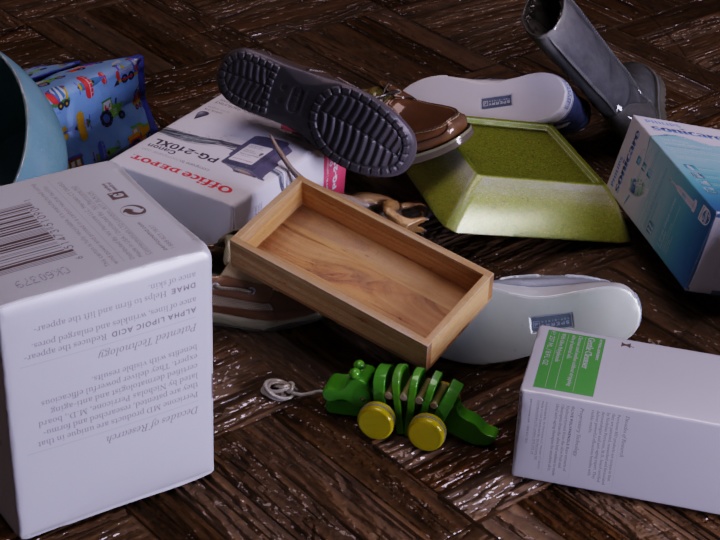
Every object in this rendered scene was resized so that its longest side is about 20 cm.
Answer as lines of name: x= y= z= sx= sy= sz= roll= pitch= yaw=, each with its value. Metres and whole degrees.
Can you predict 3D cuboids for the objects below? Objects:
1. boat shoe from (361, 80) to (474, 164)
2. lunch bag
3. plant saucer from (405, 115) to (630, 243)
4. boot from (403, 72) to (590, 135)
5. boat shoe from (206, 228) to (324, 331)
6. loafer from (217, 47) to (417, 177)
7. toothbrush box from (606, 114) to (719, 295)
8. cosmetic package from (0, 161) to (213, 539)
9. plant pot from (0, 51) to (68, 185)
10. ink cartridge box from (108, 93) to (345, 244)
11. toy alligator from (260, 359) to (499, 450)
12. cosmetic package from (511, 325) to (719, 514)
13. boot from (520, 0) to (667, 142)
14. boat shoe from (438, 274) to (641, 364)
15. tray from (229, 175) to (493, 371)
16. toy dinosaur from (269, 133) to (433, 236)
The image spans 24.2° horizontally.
boat shoe: x=0.020 y=-0.145 z=1.626 sx=0.200 sy=0.068 sz=0.072 roll=1 pitch=30 yaw=44
lunch bag: x=-0.336 y=-0.166 z=1.732 sx=0.200 sy=0.094 sz=0.150 roll=12 pitch=31 yaw=38
plant saucer: x=0.147 y=-0.100 z=1.648 sx=0.199 sy=0.048 sz=0.200 roll=3 pitch=29 yaw=-22
boot: x=0.142 y=-0.166 z=1.789 sx=0.199 sy=0.073 sz=0.090 roll=1 pitch=-10 yaw=27
boat shoe: x=-0.107 y=0.006 z=1.456 sx=0.199 sy=0.074 sz=0.076 roll=-4 pitch=32 yaw=-12
loafer: x=-0.034 y=-0.157 z=1.572 sx=0.200 sy=0.073 sz=0.071 roll=30 pitch=19 yaw=2
toothbrush box: x=0.339 y=-0.058 z=1.570 sx=0.146 sy=0.086 sz=0.200 roll=7 pitch=30 yaw=-21
cosmetic package: x=-0.217 y=0.054 z=1.242 sx=0.165 sy=0.201 sz=0.165 roll=-17 pitch=36 yaw=-28
plant pot: x=-0.344 y=-0.096 z=1.526 sx=0.200 sy=0.201 sz=0.135 roll=22 pitch=-2 yaw=28
ink cartridge box: x=-0.125 y=-0.084 z=1.595 sx=0.144 sy=0.085 sz=0.200 roll=19 pitch=34 yaw=24
toy alligator: x=0.014 y=0.095 z=1.337 sx=0.199 sy=0.054 sz=0.059 roll=12 pitch=32 yaw=14
cosmetic package: x=0.224 y=0.117 z=1.294 sx=0.199 sy=0.085 sz=0.108 roll=8 pitch=29 yaw=10
boot: x=0.242 y=-0.225 z=1.771 sx=0.200 sy=0.073 sz=0.182 roll=39 pitch=20 yaw=-23
boat shoe: x=0.139 y=0.039 z=1.446 sx=0.200 sy=0.070 sz=0.072 roll=-3 pitch=7 yaw=-1
tray: x=0.000 y=0.000 z=1.397 sx=0.200 sy=0.037 sz=0.099 roll=27 pitch=52 yaw=24
toy dinosaur: x=0.001 y=-0.055 z=1.570 sx=0.200 sy=0.061 sz=0.106 roll=15 pitch=21 yaw=-43
